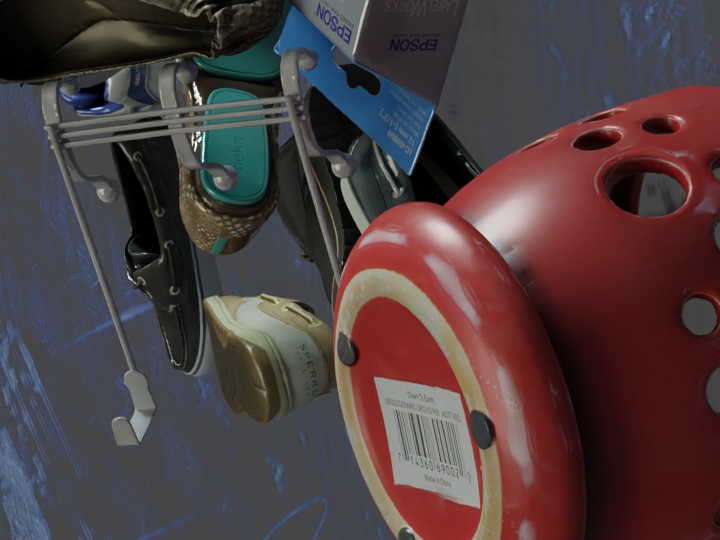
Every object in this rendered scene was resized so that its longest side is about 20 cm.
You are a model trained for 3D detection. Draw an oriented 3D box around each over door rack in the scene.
[{"bbox_3d":[-0.073,-0.014,1.214,0.147,0.067,0.201,-5,108,20],"label":"over door rack"}]

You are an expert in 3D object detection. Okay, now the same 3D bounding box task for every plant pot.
[{"bbox_3d":[0.098,0.036,0.996,0.200,0.182,0.201,42,139,50],"label":"plant pot"}]

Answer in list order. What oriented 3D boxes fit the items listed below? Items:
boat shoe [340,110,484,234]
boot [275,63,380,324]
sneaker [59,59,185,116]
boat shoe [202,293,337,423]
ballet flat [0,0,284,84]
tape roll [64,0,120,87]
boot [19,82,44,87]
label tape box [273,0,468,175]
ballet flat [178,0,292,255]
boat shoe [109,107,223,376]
[{"bbox_3d":[0.053,-0.008,1.189,0.200,0.073,0.062,57,143,33],"label":"boat shoe"},{"bbox_3d":[0.000,0.000,1.322,0.138,0.077,0.201,138,126,-68],"label":"boot"},{"bbox_3d":[-0.167,-0.137,1.553,0.200,0.088,0.076,-8,101,67],"label":"sneaker"},{"bbox_3d":[-0.053,0.051,1.461,0.200,0.066,0.074,-145,41,-72],"label":"boat shoe"},{"bbox_3d":[-0.135,-0.120,1.164,0.046,0.199,0.068,-83,-16,-44],"label":"ballet flat"},{"bbox_3d":[-0.118,-0.198,1.264,0.066,0.200,0.200,38,148,6],"label":"tape roll"},{"bbox_3d":[-0.234,-0.246,1.599,0.201,0.076,0.168,65,146,25],"label":"boot"},{"bbox_3d":[-0.007,-0.167,1.165,0.143,0.066,0.201,46,128,44],"label":"label tape box"},{"bbox_3d":[-0.074,-0.091,1.324,0.065,0.070,0.201,113,168,-49],"label":"ballet flat"},{"bbox_3d":[-0.135,-0.015,1.602,0.069,0.056,0.201,36,137,53],"label":"boat shoe"}]
